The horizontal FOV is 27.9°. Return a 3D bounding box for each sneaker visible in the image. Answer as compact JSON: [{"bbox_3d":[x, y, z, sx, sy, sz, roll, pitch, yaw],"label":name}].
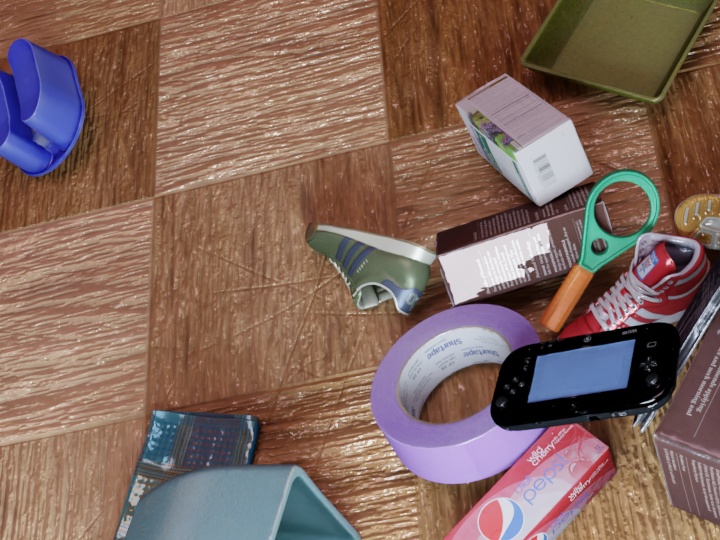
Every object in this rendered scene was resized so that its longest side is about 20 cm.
[{"bbox_3d":[0.294,0.030,1.583,0.199,0.113,0.072,-29,53,0],"label":"sneaker"},{"bbox_3d":[0.000,0.000,1.737,0.199,0.067,0.091,13,86,41],"label":"sneaker"},{"bbox_3d":[0.447,-0.045,1.604,0.198,0.088,0.076,19,99,6],"label":"sneaker"}]

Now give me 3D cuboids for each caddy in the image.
[{"bbox_3d":[-0.458,-0.227,2.038,0.141,0.105,0.201,-39,49,22],"label":"caddy"}]

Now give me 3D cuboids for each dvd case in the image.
[{"bbox_3d":[0.338,0.059,1.479,0.016,0.149,0.201,30,109,6],"label":"dvd case"}]

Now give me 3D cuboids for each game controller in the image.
[{"bbox_3d":[0.223,0.106,1.440,0.199,0.042,0.105,-12,49,32],"label":"game controller"}]

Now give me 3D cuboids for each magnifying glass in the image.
[{"bbox_3d":[0.260,-0.021,1.601,0.079,0.022,0.201,28,104,-5],"label":"magnifying glass"}]

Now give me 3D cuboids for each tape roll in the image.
[{"bbox_3d":[0.113,0.132,1.581,0.199,0.066,0.201,-18,41,16],"label":"tape roll"}]

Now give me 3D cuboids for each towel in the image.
[{"bbox_3d":[-0.203,0.253,1.669,0.145,0.022,0.201,2,58,22],"label":"towel"}]

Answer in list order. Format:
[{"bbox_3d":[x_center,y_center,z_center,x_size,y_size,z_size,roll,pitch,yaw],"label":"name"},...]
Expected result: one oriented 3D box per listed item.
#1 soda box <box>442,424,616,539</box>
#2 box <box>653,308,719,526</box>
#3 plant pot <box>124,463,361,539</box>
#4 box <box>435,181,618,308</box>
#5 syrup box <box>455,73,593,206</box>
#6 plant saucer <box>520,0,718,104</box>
[{"bbox_3d":[0.175,0.248,1.509,0.200,0.064,0.070,-45,54,-12],"label":"soda box"},{"bbox_3d":[0.415,0.166,1.414,0.199,0.165,0.167,21,65,30],"label":"box"},{"bbox_3d":[-0.143,0.317,1.500,0.198,0.197,0.197,4,59,26],"label":"plant pot"},{"bbox_3d":[0.189,-0.030,1.661,0.198,0.076,0.100,-16,15,8],"label":"box"},{"bbox_3d":[0.192,-0.159,1.724,0.081,0.079,0.200,-31,28,-4],"label":"syrup box"},{"bbox_3d":[0.334,-0.296,1.831,0.199,0.048,0.201,20,66,30],"label":"plant saucer"}]
